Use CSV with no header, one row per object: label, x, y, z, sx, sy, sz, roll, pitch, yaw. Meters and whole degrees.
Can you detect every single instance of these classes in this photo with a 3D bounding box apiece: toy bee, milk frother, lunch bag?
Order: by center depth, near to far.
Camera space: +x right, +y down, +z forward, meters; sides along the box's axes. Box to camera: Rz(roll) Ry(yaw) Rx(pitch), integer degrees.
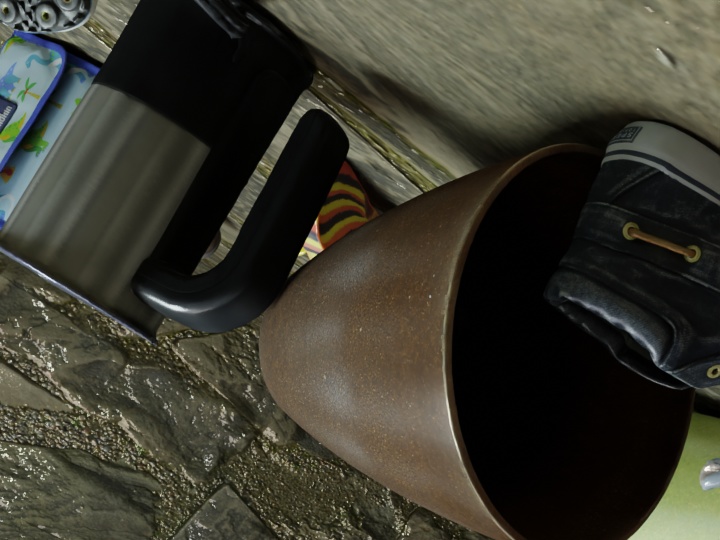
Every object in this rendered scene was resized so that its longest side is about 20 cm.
milk frother,-0.126,-0.079,0.632,0.179,0.190,0.200,20,166,47
toy bee,0.000,0.000,0.917,0.199,0.110,0.130,36,168,-30
lunch bag,-0.279,-0.106,1.051,0.198,0.172,0.128,31,172,9

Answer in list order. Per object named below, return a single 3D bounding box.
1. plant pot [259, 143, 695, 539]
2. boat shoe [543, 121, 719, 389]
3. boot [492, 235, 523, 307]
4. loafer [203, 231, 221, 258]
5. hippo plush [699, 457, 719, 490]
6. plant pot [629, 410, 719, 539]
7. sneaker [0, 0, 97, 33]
plant pot,0.040,0.039,0.603,0.186,0.189,0.198,36,156,-34
boat shoe,0.178,0.025,0.512,0.198,0.092,0.071,31,171,-3
boot,0.079,-0.010,0.774,0.199,0.065,0.186,28,170,47
loafer,-0.262,-0.090,1.455,0.198,0.074,0.071,26,161,-4
hippo plush,0.290,0.121,0.645,0.162,0.158,0.201,63,179,42
plant pot,0.276,0.192,0.876,0.199,0.203,0.183,35,159,-28
sneaker,-0.245,-0.204,0.783,0.198,0.073,0.072,18,-159,30
